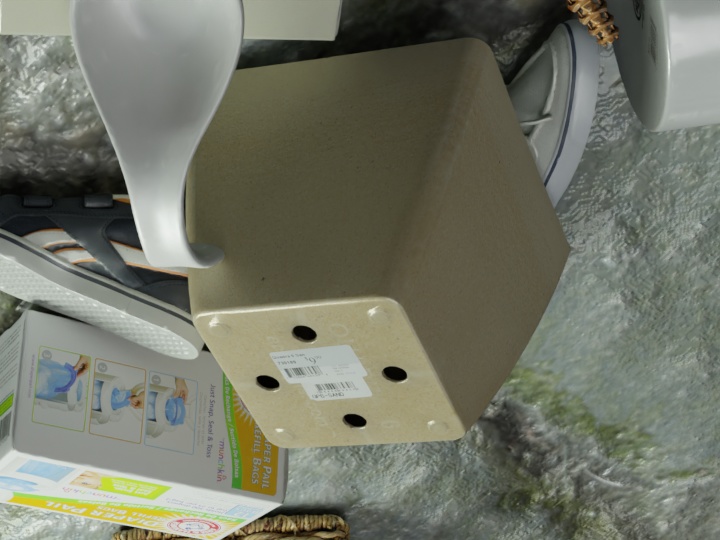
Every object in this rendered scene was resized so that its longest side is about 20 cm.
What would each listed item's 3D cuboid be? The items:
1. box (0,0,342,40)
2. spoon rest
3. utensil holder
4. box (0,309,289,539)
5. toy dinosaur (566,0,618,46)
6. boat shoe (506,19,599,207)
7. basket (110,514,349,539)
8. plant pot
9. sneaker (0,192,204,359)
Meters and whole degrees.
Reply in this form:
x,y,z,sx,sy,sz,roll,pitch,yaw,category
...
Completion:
x,y,z,sx,sy,sz,roll,pitch,yaw,category
-0.112,-0.181,1.039,0.199,0.082,0.069,-2,130,-15,box
-0.107,-0.090,0.992,0.099,0.061,0.201,0,112,11,spoon rest
0.259,-0.179,1.085,0.199,0.170,0.170,-10,132,-2,utensil holder
-0.160,0.112,1.244,0.199,0.102,0.112,15,152,-26,box
0.080,-0.217,1.015,0.102,0.136,0.201,-11,92,14,toy dinosaur
0.093,-0.085,1.191,0.086,0.075,0.202,4,139,-14,boat shoe
-0.106,0.285,1.463,0.199,0.150,0.143,-4,164,-12,basket
0.000,0.000,1.117,0.199,0.177,0.200,-5,138,23,plant pot
-0.185,-0.014,1.175,0.199,0.080,0.078,23,160,-5,sneaker
